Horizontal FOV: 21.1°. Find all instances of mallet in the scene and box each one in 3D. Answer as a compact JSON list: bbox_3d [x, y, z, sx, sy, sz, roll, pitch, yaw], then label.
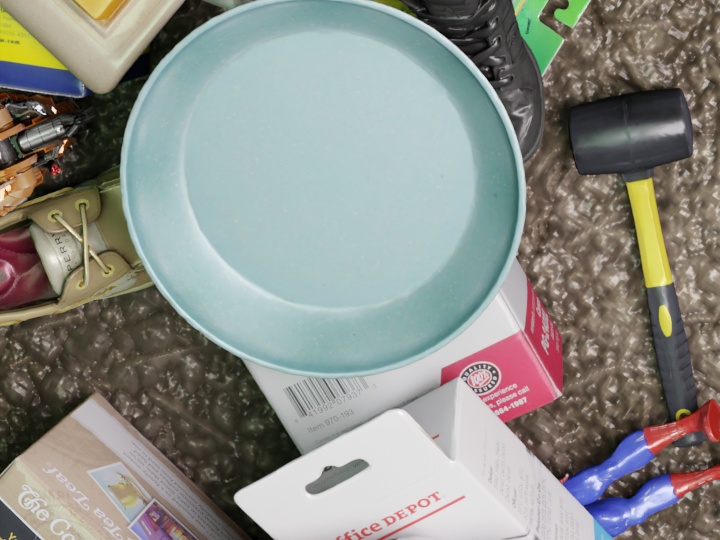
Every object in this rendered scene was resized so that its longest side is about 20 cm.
[{"bbox_3d":[0.170,-0.002,1.043,0.066,0.041,0.200,-17,103,13],"label":"mallet"}]

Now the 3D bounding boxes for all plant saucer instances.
[{"bbox_3d":[-0.017,-0.044,0.952,0.199,0.036,0.201,3,113,7],"label":"plant saucer"}]

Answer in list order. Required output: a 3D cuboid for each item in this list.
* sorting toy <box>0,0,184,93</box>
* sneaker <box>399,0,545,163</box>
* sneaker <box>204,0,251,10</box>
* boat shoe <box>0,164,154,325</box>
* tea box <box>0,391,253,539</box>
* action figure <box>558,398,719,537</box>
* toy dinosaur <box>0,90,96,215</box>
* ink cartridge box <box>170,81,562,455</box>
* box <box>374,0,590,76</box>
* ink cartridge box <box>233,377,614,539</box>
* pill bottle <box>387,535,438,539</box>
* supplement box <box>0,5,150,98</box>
[{"bbox_3d":[-0.137,-0.215,0.944,0.185,0.036,0.200,43,109,4],"label":"sorting toy"},{"bbox_3d":[0.043,-0.140,0.955,0.060,0.104,0.200,-11,100,15],"label":"sneaker"},{"bbox_3d":[-0.035,-0.220,0.977,0.088,0.074,0.200,37,116,2],"label":"sneaker"},{"bbox_3d":[-0.165,-0.009,1.097,0.200,0.066,0.074,-24,95,14],"label":"boat shoe"},{"bbox_3d":[-0.160,0.218,1.111,0.200,0.134,0.197,44,108,0],"label":"tea box"},{"bbox_3d":[0.114,0.135,1.069,0.200,0.052,0.065,-25,115,24],"label":"action figure"},{"bbox_3d":[-0.216,-0.060,1.026,0.135,0.200,0.102,-17,81,17],"label":"toy dinosaur"},{"bbox_3d":[0.000,0.000,1.034,0.145,0.083,0.200,-25,108,17],"label":"ink cartridge box"},{"bbox_3d":[0.029,-0.181,1.028,0.200,0.048,0.118,32,107,3],"label":"box"},{"bbox_3d":[0.041,0.135,1.006,0.116,0.067,0.200,-30,118,26],"label":"ink cartridge box"},{"bbox_3d":[-0.006,0.192,0.942,0.199,0.113,0.113,-11,99,17],"label":"pill bottle"},{"bbox_3d":[-0.172,-0.203,1.035,0.109,0.109,0.201,9,103,11],"label":"supplement box"}]
